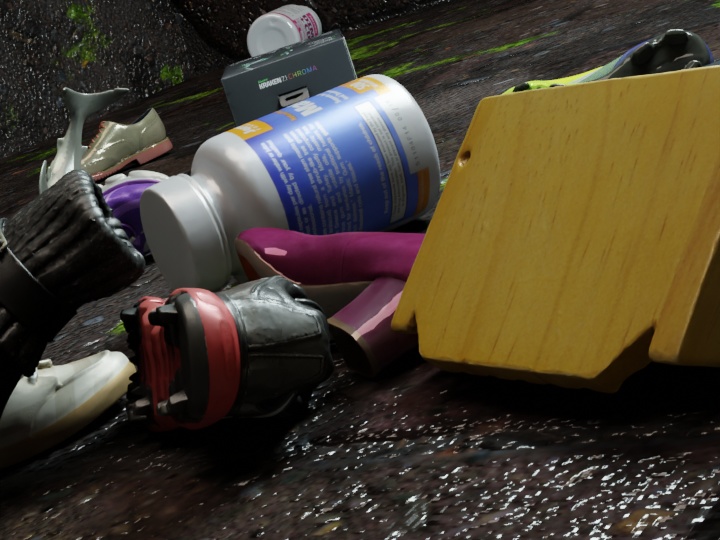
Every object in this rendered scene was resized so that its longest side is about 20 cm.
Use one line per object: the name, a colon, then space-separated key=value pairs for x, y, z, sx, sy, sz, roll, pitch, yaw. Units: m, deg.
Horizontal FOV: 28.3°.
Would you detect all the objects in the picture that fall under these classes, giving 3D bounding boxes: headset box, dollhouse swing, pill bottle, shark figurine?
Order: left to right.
shark figurine: x=-0.310 y=-0.090 z=1.568 sx=0.088 sy=0.217 sz=0.128 roll=16 pitch=-25 yaw=-8
pill bottle: x=-0.149 y=-0.478 z=2.905 sx=0.112 sy=0.115 sz=0.200 roll=-14 pitch=14 yaw=19
pill bottle: x=-0.051 y=-0.056 z=1.011 sx=0.198 sy=0.114 sz=0.112 roll=-24 pitch=14 yaw=-26
headset box: x=-0.091 y=-0.248 z=1.910 sx=0.172 sy=0.094 sz=0.200 roll=-19 pitch=13 yaw=0
dollhouse swing: x=0.157 y=-0.003 z=0.667 sx=0.199 sy=0.175 sz=0.184 roll=2 pitch=66 yaw=57

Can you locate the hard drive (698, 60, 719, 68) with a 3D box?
hard drive: x=0.233 y=-0.098 z=0.796 sx=0.138 sy=0.033 sz=0.199 roll=-22 pitch=13 yaw=-28

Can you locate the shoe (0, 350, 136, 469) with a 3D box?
shoe: x=-0.221 y=0.084 z=0.808 sx=0.198 sy=0.054 sz=0.070 roll=-24 pitch=14 yaw=-21

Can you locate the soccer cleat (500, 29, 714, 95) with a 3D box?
soccer cleat: x=0.183 y=-0.127 z=1.125 sx=0.198 sy=0.066 sz=0.084 roll=-21 pitch=-18 yaw=11

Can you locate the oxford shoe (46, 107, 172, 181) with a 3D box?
oxford shoe: x=-0.368 y=-0.172 z=2.038 sx=0.198 sy=0.076 sz=0.070 roll=-27 pitch=16 yaw=-28

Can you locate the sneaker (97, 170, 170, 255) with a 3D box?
sneaker: x=-0.240 y=-0.017 z=1.267 sx=0.198 sy=0.081 sz=0.084 roll=-24 pitch=28 yaw=10

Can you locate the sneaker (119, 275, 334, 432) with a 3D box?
sneaker: x=-0.069 y=0.043 z=0.732 sx=0.096 sy=0.072 sz=0.200 roll=-5 pitch=-3 yaw=-19

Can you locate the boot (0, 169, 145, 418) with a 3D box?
boot: x=-0.180 y=0.036 z=0.736 sx=0.156 sy=0.080 sz=0.212 roll=-26 pitch=40 yaw=-4

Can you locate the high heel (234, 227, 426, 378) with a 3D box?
high heel: x=0.000 y=0.000 z=0.805 sx=0.096 sy=0.068 sz=0.200 roll=-33 pitch=31 yaw=-16
